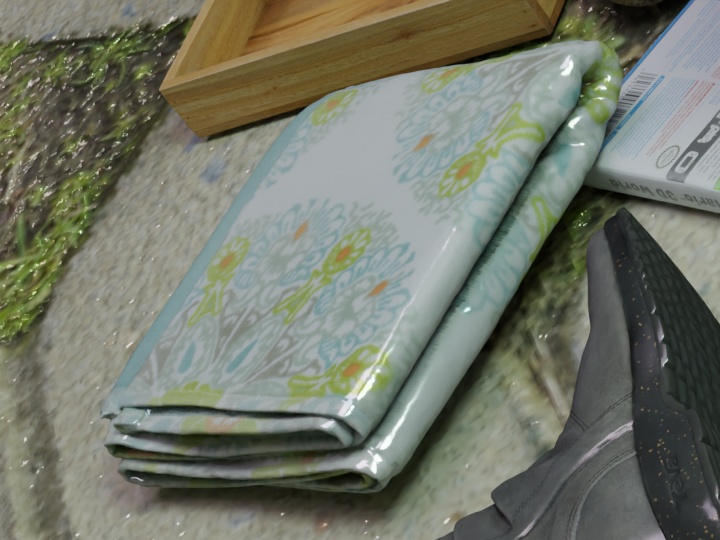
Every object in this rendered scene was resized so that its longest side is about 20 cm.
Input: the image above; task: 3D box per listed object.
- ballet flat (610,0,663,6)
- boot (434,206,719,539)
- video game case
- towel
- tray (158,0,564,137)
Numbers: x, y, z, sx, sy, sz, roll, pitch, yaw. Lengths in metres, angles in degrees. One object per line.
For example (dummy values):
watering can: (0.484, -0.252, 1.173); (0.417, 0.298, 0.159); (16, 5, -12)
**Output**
ballet flat: (0.159, -0.188, 1.185); (0.200, 0.068, 0.075); (-44, 18, -3)
boot: (0.061, 0.068, 0.940); (0.132, 0.070, 0.200); (-35, 25, 18)
video game case: (0.178, -0.074, 1.049); (0.143, 0.018, 0.200); (-49, 31, -17)
towel: (0.000, 0.000, 1.108); (0.171, 0.048, 0.200); (-4, 48, 52)
tray: (0.010, -0.124, 1.286); (0.200, 0.037, 0.099); (-15, 38, 38)
